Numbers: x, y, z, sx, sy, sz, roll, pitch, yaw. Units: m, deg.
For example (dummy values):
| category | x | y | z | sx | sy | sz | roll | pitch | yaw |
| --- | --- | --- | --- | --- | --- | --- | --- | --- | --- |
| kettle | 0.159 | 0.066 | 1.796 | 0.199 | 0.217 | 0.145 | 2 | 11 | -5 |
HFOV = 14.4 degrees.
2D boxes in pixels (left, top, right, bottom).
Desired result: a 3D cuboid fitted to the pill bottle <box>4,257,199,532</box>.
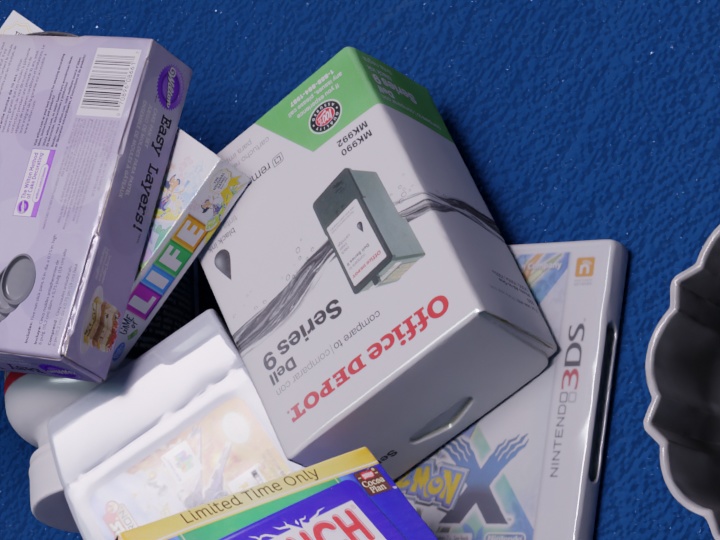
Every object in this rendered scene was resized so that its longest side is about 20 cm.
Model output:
| category | x | y | z | sx | sy | sz | roll | pitch | yaw |
| --- | --- | --- | --- | --- | --- | --- | --- | --- | --- |
| pill bottle | -0.152 | 0.047 | 1.694 | 0.119 | 0.120 | 0.200 | -19 | 61 | 30 |

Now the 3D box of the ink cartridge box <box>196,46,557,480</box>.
| category | x | y | z | sx | sy | sz | roll | pitch | yaw |
| --- | --- | --- | --- | --- | --- | --- | --- | --- | --- |
| ink cartridge box | 0.000 | 0.000 | 1.594 | 0.146 | 0.084 | 0.200 | -39 | 54 | 18 |

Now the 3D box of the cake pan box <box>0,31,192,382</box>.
| category | x | y | z | sx | sy | sz | roll | pitch | yaw |
| --- | --- | --- | --- | --- | --- | --- | --- | --- | --- |
| cake pan box | -0.201 | -0.044 | 1.613 | 0.184 | 0.052 | 0.200 | 4 | 72 | 31 |

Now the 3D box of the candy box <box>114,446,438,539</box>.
| category | x | y | z | sx | sy | sz | roll | pitch | yaw |
| --- | --- | --- | --- | --- | --- | --- | --- | --- | --- |
| candy box | -0.014 | 0.202 | 1.442 | 0.200 | 0.169 | 0.077 | 51 | 138 | 25 |

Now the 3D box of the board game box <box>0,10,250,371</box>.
| category | x | y | z | sx | sy | sz | roll | pitch | yaw |
| --- | --- | --- | --- | --- | --- | --- | --- | --- | --- |
| board game box | -0.172 | -0.049 | 1.650 | 0.200 | 0.034 | 0.135 | 35 | 90 | 37 |

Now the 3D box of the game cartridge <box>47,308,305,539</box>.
| category | x | y | z | sx | sy | sz | roll | pitch | yaw |
| --- | --- | --- | --- | --- | --- | --- | --- | --- | --- |
| game cartridge | -0.082 | 0.138 | 1.583 | 0.133 | 0.042 | 0.200 | -34 | 77 | -3 |

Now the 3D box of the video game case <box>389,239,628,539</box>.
| category | x | y | z | sx | sy | sz | roll | pitch | yaw |
| --- | --- | --- | --- | --- | --- | --- | --- | --- | --- |
| video game case | 0.050 | 0.075 | 1.596 | 0.200 | 0.022 | 0.183 | -3 | 70 | 36 |

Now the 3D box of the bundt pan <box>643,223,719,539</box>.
| category | x | y | z | sx | sy | sz | roll | pitch | yaw |
| --- | --- | --- | --- | --- | --- | --- | --- | --- | --- |
| bundt pan | 0.246 | 0.056 | 1.421 | 0.202 | 0.076 | 0.202 | -15 | 64 | 33 |
